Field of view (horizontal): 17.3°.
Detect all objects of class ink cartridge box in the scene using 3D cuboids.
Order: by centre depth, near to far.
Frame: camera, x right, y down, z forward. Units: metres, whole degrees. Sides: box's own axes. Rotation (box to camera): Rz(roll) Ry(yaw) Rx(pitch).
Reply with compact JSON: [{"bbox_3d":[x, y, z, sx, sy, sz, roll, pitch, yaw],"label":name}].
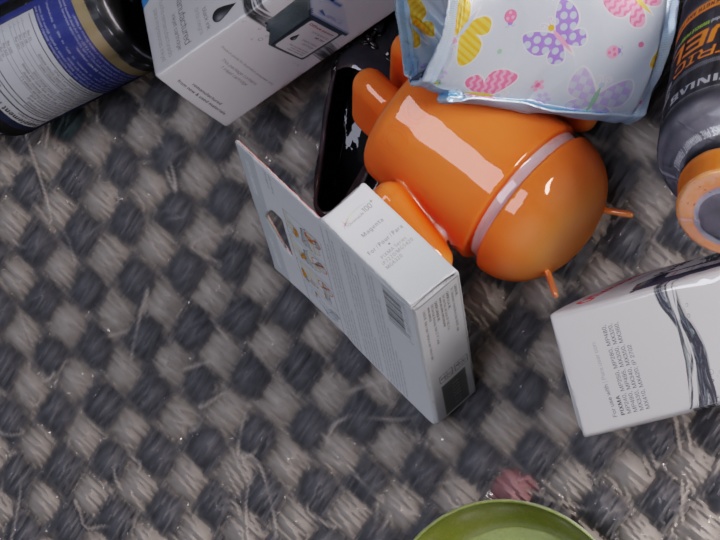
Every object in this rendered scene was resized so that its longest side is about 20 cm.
[{"bbox_3d":[0.239,0.031,1.482,0.200,0.145,0.085,-16,91,27],"label":"ink cartridge box"},{"bbox_3d":[0.000,0.000,1.595,0.044,0.200,0.174,-40,67,-12],"label":"ink cartridge box"},{"bbox_3d":[-0.055,-0.221,1.670,0.200,0.086,0.147,-34,49,24],"label":"ink cartridge box"}]

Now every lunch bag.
[{"bbox_3d":[0.113,-0.202,1.544,0.127,0.169,0.201,174,100,-71],"label":"lunch bag"}]

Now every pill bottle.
[{"bbox_3d":[0.241,-0.101,1.459,0.106,0.106,0.200,-13,39,27],"label":"pill bottle"},{"bbox_3d":[-0.244,-0.169,1.779,0.200,0.112,0.112,-23,77,26],"label":"pill bottle"}]

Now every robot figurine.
[{"bbox_3d":[0.082,-0.071,1.588,0.200,0.144,0.117,40,124,15],"label":"robot figurine"}]

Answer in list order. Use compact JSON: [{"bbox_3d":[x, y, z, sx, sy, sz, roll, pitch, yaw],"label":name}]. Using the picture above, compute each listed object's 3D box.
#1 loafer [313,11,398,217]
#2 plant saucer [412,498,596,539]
[{"bbox_3d":[0.009,-0.125,1.666,0.072,0.063,0.201,12,93,28],"label":"loafer"},{"bbox_3d":[0.105,0.256,1.615,0.200,0.031,0.201,-1,87,29],"label":"plant saucer"}]
